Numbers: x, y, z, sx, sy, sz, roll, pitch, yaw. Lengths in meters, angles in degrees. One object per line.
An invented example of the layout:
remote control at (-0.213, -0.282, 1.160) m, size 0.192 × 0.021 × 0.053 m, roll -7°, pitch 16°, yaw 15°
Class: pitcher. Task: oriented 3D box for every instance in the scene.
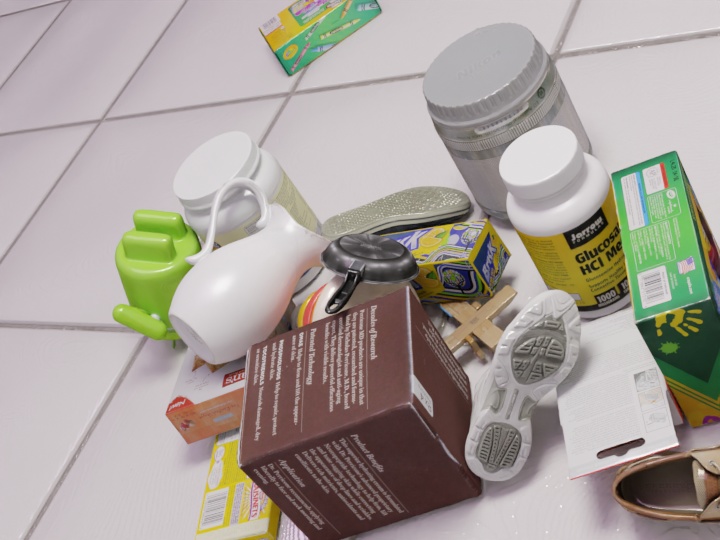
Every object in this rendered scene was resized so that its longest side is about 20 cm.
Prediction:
pitcher at (-0.151, -0.002, 1.296) m, size 0.200 × 0.171 × 0.121 m, roll -45°, pitch -5°, yaw -22°

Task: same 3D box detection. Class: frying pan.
frying pan at (-0.012, -0.006, 1.182) m, size 0.114 × 0.031 × 0.189 m, roll 24°, pitch 26°, yaw 33°

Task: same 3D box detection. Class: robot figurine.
robot figurine at (-0.264, 0.012, 1.461) m, size 0.114 × 0.201 × 0.177 m, roll 4°, pitch 46°, yaw 10°

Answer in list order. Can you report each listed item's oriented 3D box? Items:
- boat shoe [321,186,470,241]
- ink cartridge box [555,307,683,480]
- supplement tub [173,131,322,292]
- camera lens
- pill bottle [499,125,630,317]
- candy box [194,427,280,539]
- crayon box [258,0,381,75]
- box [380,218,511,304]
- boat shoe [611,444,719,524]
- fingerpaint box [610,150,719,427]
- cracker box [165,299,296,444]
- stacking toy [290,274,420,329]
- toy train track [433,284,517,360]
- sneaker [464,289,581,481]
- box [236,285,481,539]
boat shoe at (0.048, -0.058, 1.396) m, size 0.198 × 0.063 × 0.075 m, roll -18°, pitch 34°, yaw -1°
ink cartridge box at (0.248, 0.126, 1.037) m, size 0.108 × 0.051 × 0.201 m, roll -22°, pitch 32°, yaw 19°
supplement tub at (-0.146, -0.072, 1.443) m, size 0.144 × 0.200 × 0.146 m, roll -21°, pitch 40°, yaw 19°
camera lens at (0.180, -0.174, 1.298) m, size 0.159 × 0.201 × 0.161 m, roll -20°, pitch 40°, yaw 19°
pill bottle at (0.223, -0.052, 1.138) m, size 0.112 × 0.200 × 0.113 m, roll -21°, pitch 40°, yaw 19°
candy box at (-0.133, 0.233, 1.258) m, size 0.101 × 0.026 × 0.201 m, roll -16°, pitch 42°, yaw 22°
crayon box at (-0.073, -0.440, 1.886) m, size 0.199 × 0.058 × 0.119 m, roll -34°, pitch 38°, yaw 3°
box at (0.074, -0.005, 1.282) m, size 0.199 × 0.064 × 0.070 m, roll -8°, pitch 40°, yaw 42°
boat shoe at (0.308, 0.184, 0.915) m, size 0.199 × 0.072 × 0.077 m, roll -17°, pitch 78°, yaw 32°
fingerpaint box at (0.311, 0.016, 1.027) m, size 0.073 × 0.167 × 0.201 m, roll -19°, pitch 40°, yaw 23°
cracker box at (-0.156, 0.114, 1.349) m, size 0.133 × 0.058 × 0.201 m, roll -21°, pitch 30°, yaw 18°
stacking toy at (-0.027, 0.062, 1.301) m, size 0.146 × 0.146 × 0.199 m, roll -49°, pitch 22°, yaw -17°
toy train track at (0.120, 0.053, 1.250) m, size 0.114 × 0.033 × 0.200 m, roll -40°, pitch 31°, yaw -4°
sneaker at (0.153, 0.103, 1.079) m, size 0.099 × 0.077 × 0.201 m, roll -100°, pitch 34°, yaw -74°
box at (0.000, 0.155, 1.122) m, size 0.198 × 0.166 × 0.165 m, roll -21°, pitch 39°, yaw 18°
